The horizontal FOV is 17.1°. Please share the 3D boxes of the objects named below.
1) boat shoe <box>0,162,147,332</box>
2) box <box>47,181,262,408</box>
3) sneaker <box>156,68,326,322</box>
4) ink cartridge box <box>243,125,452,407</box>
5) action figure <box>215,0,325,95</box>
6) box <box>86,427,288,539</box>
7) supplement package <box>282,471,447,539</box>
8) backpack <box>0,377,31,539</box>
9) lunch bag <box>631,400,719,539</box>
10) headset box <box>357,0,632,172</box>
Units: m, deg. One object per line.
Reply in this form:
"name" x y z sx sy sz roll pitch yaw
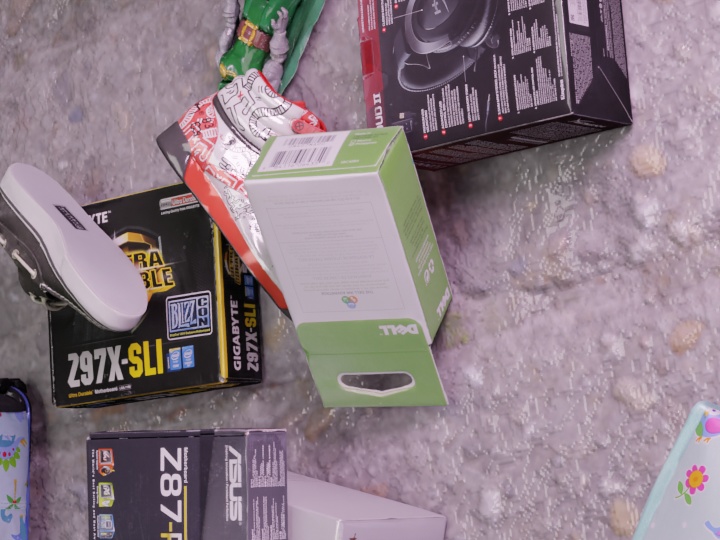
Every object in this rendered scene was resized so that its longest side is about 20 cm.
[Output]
"boat shoe" -0.230 -0.004 1.867 0.200 0.070 0.064 49 116 42
"box" -0.165 0.020 1.880 0.199 0.049 0.161 -10 82 41
"sneaker" -0.053 -0.053 1.769 0.108 0.067 0.202 -38 81 3
"ink cartridge box" 0.000 0.000 1.681 0.103 0.059 0.201 -3 125 24
"action figure" -0.068 -0.200 1.810 0.118 0.054 0.201 35 114 35
"box" -0.120 0.211 1.668 0.160 0.049 0.202 -4 85 39
"supplement package" -0.054 0.212 1.719 0.199 0.116 0.118 11 93 42
"backpack" -0.367 0.196 1.981 0.182 0.146 0.202 -9 83 43
"lunch bag" 0.244 0.208 1.453 0.170 0.122 0.201 33 102 37
"headset box" 0.081 -0.157 1.655 0.199 0.077 0.150 -13 78 41
